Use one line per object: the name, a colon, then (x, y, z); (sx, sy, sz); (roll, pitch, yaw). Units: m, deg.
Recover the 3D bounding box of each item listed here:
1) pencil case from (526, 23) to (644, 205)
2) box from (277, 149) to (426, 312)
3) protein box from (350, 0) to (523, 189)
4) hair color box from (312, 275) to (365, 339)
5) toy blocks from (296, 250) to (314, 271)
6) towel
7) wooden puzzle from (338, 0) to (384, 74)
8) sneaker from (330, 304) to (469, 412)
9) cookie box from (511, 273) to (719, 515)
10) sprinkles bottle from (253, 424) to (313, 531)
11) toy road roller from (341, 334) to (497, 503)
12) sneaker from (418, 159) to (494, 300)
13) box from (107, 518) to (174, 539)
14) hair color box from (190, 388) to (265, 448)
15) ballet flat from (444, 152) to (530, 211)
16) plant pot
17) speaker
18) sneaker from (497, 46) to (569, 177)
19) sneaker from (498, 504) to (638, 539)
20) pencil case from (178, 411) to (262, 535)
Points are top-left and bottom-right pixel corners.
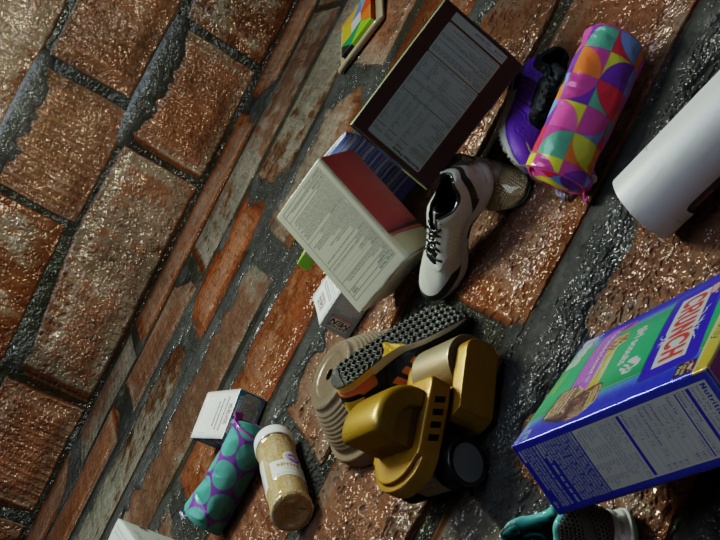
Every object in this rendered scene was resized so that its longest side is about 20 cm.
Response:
pencil case: (0.266, -0.184, 1.062); (0.204, 0.087, 0.088); (-67, 22, -5)
box: (-0.006, -0.062, 1.357); (0.128, 0.201, 0.108); (-48, -12, 30)
protein box: (0.101, -0.239, 1.243); (0.201, 0.134, 0.199); (-51, 4, 10)
hair color box: (0.000, 0.000, 1.488); (0.202, 0.060, 0.099); (-56, 22, 16)
toy blocks: (-0.040, -0.104, 1.681); (0.201, 0.099, 0.137); (-54, 12, 23)
towel: (0.009, -0.145, 1.464); (0.145, 0.197, 0.024); (-48, 50, 29)
wooden puzzle: (-0.002, -0.605, 2.222); (0.185, 0.037, 0.203); (-46, 27, 38)
sneaker: (0.062, 0.124, 1.172); (0.197, 0.091, 0.070); (-30, 25, -4)
cookie box: (0.240, 0.091, 0.717); (0.171, 0.076, 0.199); (-41, 3, -43)
sprinkles bottle: (-0.121, 0.317, 1.392); (0.069, 0.067, 0.200); (-58, 22, 11)
toy road roller: (0.065, 0.160, 1.035); (0.122, 0.144, 0.204); (-32, 37, 51)
sneaker: (0.110, -0.052, 1.207); (0.073, 0.079, 0.204); (33, 118, 37)
box: (-0.420, 0.599, 1.673); (0.198, 0.129, 0.204); (0, 65, 66)
hair color box: (-0.259, 0.290, 1.751); (0.199, 0.060, 0.102); (-19, 48, 62)
ballet flat: (0.162, -0.127, 1.251); (0.071, 0.065, 0.199); (-59, 22, -4)
plant pot: (-0.008, 0.166, 1.273); (0.201, 0.091, 0.203); (-48, 27, 34)
speaker: (0.330, -0.126, 0.843); (0.201, 0.080, 0.082); (-50, 25, 30)
sneaker: (0.239, -0.218, 1.176); (0.099, 0.069, 0.204); (-35, 35, 45)
sneaker: (0.149, 0.257, 0.804); (0.201, 0.090, 0.078); (-49, 24, 32)
pencil case: (-0.235, 0.359, 1.583); (0.092, 0.084, 0.203); (37, 100, 40)
